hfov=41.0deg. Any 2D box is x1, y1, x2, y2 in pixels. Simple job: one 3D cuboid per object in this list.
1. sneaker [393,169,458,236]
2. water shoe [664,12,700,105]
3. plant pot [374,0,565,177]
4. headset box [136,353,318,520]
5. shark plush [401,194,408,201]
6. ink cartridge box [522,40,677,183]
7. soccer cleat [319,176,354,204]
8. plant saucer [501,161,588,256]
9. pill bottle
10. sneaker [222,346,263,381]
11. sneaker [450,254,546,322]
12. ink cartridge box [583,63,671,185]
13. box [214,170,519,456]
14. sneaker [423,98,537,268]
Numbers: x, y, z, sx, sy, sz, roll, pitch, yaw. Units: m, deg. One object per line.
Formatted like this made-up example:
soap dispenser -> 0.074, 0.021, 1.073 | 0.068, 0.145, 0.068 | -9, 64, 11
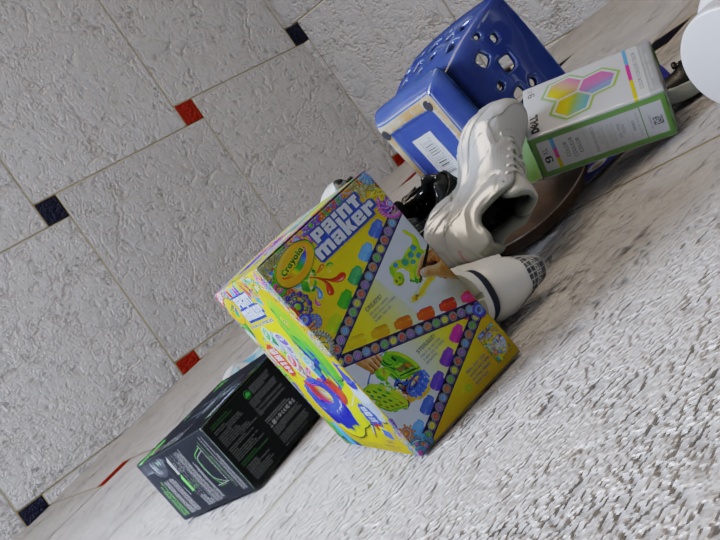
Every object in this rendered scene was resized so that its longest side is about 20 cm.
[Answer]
sneaker -> 0.057, -0.014, 1.032 | 0.200, 0.111, 0.077 | -54, 32, 11
water shoe -> 0.392, -0.264, 1.053 | 0.200, 0.079, 0.072 | -39, 6, 20
plant pot -> 0.149, -0.214, 1.304 | 0.180, 0.200, 0.200 | -50, 13, -27
headset box -> -0.149, 0.190, 1.145 | 0.174, 0.093, 0.200 | -46, 7, -40
shark plush -> 0.149, -0.109, 1.475 | 0.200, 0.083, 0.091 | -43, 44, -2
ink cartridge box -> 0.229, -0.163, 1.038 | 0.199, 0.059, 0.104 | -19, 35, 21
soccer cleat -> 0.031, -0.040, 1.253 | 0.087, 0.200, 0.070 | -58, -8, 21
plant saucer -> 0.178, -0.082, 1.097 | 0.200, 0.032, 0.201 | -34, 28, 21
pill bottle -> 0.366, -0.234, 0.839 | 0.200, 0.116, 0.116 | -45, 7, -29
sneaker -> -0.127, 0.134, 1.459 | 0.130, 0.080, 0.200 | -40, 7, 26
sneaker -> 0.102, 0.027, 0.921 | 0.080, 0.077, 0.200 | -30, 6, -21
ink cartridge box -> 0.293, -0.172, 1.192 | 0.199, 0.041, 0.200 | -42, 6, -9
box -> -0.004, 0.043, 0.826 | 0.122, 0.193, 0.200 | -43, 6, -18
sneaker -> 0.142, -0.087, 0.957 | 0.099, 0.078, 0.201 | -2, 60, 46
